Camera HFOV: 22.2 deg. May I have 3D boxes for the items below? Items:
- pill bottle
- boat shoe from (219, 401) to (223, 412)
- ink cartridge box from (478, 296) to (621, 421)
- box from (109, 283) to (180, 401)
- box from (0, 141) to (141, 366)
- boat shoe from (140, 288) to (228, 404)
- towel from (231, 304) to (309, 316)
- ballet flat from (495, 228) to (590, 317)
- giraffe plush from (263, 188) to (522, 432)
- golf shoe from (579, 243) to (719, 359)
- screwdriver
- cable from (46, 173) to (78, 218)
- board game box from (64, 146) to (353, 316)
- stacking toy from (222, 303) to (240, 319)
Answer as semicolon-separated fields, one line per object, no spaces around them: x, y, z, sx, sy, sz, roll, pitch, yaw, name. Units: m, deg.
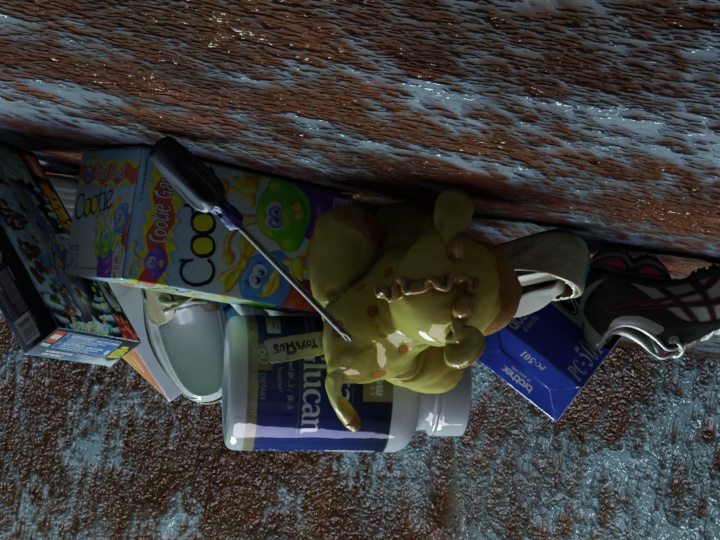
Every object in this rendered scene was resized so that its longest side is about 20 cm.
-0.013;0.094;1.518;0.199;0.112;0.111;1;178;-8;pill bottle
-0.064;0.106;1.761;0.073;0.069;0.199;4;-158;27;boat shoe
0.174;0.054;1.609;0.094;0.044;0.200;39;-152;8;ink cartridge box
-0.213;0.023;1.793;0.200;0.097;0.125;31;154;58;box
-0.267;-0.018;1.485;0.040;0.201;0.137;-36;163;13;box
-0.156;0.016;1.566;0.074;0.201;0.068;-18;174;-6;boat shoe
-0.021;0.044;1.660;0.200;0.048;0.171;45;-152;6;towel
0.093;0.015;1.514;0.199;0.063;0.067;-16;142;23;ballet flat
0.047;0.016;1.381;0.162;0.173;0.200;-23;-175;46;giraffe plush
0.285;0.039;1.573;0.199;0.089;0.077;7;159;5;golf shoe
-0.076;-0.020;1.318;0.200;0.028;0.029;46;172;-15;screwdriver
-0.328;-0.062;1.671;0.199;0.070;0.200;12;-179;7;cable
-0.121;-0.029;1.475;0.199;0.104;0.105;11;175;-35;board game box
-0.152;0.007;1.653;0.201;0.085;0.085;55;163;-13;stacking toy
